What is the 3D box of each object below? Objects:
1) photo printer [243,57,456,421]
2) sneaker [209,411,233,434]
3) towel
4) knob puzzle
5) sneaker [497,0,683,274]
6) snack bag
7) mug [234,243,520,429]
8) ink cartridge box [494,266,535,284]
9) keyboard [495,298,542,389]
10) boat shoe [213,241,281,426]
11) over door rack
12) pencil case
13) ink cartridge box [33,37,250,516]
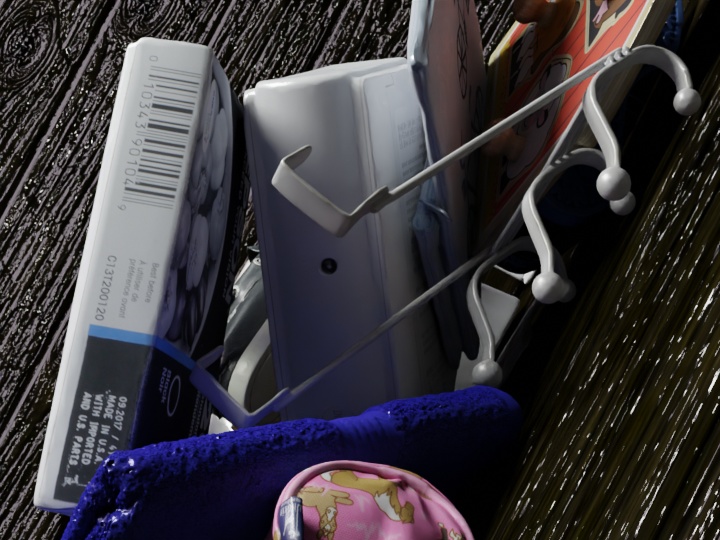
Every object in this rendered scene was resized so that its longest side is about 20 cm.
[{"bbox_3d":[0.000,0.000,0.890,0.166,0.069,0.200,-41,-56,-75],"label":"photo printer"},{"bbox_3d":[-0.077,0.129,0.911,0.080,0.200,0.076,-36,-54,-22],"label":"sneaker"},{"bbox_3d":[-0.040,0.108,0.750,0.200,0.050,0.148,-7,-44,-40],"label":"towel"},{"bbox_3d":[0.104,-0.127,0.869,0.220,0.030,0.220,-58,14,24],"label":"knob puzzle"},{"bbox_3d":[0.113,-0.085,0.968,0.078,0.070,0.200,-51,10,52],"label":"sneaker"},{"bbox_3d":[0.042,-0.084,0.889,0.200,0.021,0.189,77,-165,-46],"label":"snack bag"},{"bbox_3d":[-0.013,0.058,1.083,0.187,0.153,0.149,-57,-4,-39],"label":"mug"},{"bbox_3d":[0.105,-0.063,1.191,0.116,0.067,0.200,-62,-1,7],"label":"ink cartridge box"},{"bbox_3d":[0.057,0.086,1.008,0.200,0.011,0.056,-63,-1,40],"label":"keyboard"},{"bbox_3d":[-0.039,0.007,0.999,0.199,0.066,0.075,-58,-32,-34],"label":"boat shoe"},{"bbox_3d":[0.041,-0.005,0.742,0.200,0.067,0.148,-21,-27,-34],"label":"over door rack"},{"bbox_3d":[-0.026,0.165,0.711,0.086,0.083,0.200,-8,-42,-38],"label":"pencil case"},{"bbox_3d":[-0.086,0.019,0.827,0.200,0.043,0.198,68,-149,-79],"label":"ink cartridge box"}]
